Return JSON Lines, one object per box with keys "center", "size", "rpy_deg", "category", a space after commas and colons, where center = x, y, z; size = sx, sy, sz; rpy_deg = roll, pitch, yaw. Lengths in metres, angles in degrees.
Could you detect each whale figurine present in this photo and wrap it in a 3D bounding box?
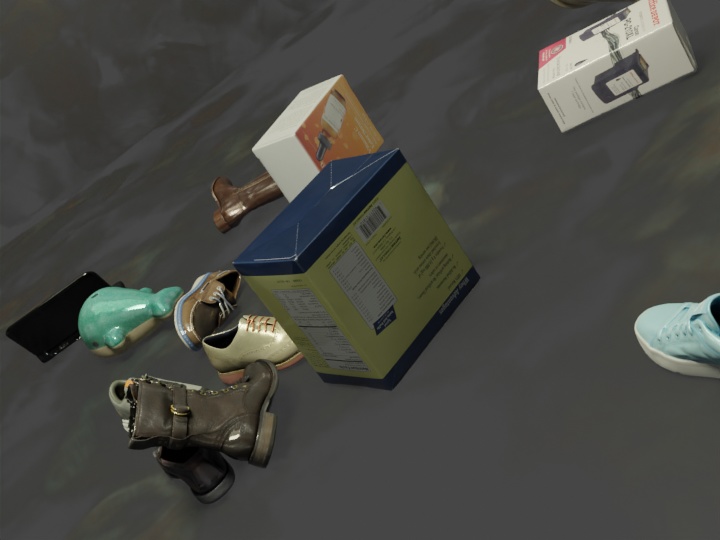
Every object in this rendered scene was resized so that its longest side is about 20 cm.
{"center": [-0.400, 0.069, 1.675], "size": [0.199, 0.104, 0.159], "rpy_deg": [-22, 26, 28], "category": "whale figurine"}

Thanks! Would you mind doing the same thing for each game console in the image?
{"center": [-0.564, 0.071, 1.875], "size": [0.200, 0.117, 0.176], "rpy_deg": [-35, 24, -1], "category": "game console"}

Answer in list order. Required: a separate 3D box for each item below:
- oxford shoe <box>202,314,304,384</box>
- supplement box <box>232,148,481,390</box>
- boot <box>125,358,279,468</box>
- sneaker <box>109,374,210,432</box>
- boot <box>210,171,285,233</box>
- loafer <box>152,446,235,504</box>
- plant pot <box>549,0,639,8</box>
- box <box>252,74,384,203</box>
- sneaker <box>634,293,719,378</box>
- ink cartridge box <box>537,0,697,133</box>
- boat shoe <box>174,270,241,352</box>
{"center": [-0.128, 0.092, 1.308], "size": [0.199, 0.074, 0.071], "rpy_deg": [-24, 26, 23], "category": "oxford shoe"}
{"center": [0.000, 0.000, 1.153], "size": [0.134, 0.200, 0.200], "rpy_deg": [-1, 40, 52], "category": "supplement box"}
{"center": [-0.188, 0.153, 1.153], "size": [0.200, 0.173, 0.069], "rpy_deg": [-102, 28, -63], "category": "boot"}
{"center": [-0.280, 0.181, 1.339], "size": [0.200, 0.079, 0.074], "rpy_deg": [-10, 32, 42], "category": "sneaker"}
{"center": [-0.197, -0.173, 1.909], "size": [0.200, 0.064, 0.187], "rpy_deg": [-33, 37, 14], "category": "boot"}
{"center": [-0.213, 0.221, 1.193], "size": [0.072, 0.063, 0.200], "rpy_deg": [-44, 25, -16], "category": "loafer"}
{"center": [0.423, -0.526, 1.627], "size": [0.200, 0.201, 0.183], "rpy_deg": [-39, 36, -9], "category": "plant pot"}
{"center": [-0.071, -0.221, 1.724], "size": [0.106, 0.153, 0.200], "rpy_deg": [-14, 32, 38], "category": "box"}
{"center": [0.301, 0.044, 0.818], "size": [0.074, 0.082, 0.200], "rpy_deg": [-42, 24, -18], "category": "sneaker"}
{"center": [0.359, -0.297, 1.380], "size": [0.199, 0.084, 0.145], "rpy_deg": [-24, 27, 25], "category": "ink cartridge box"}
{"center": [-0.235, 0.051, 1.531], "size": [0.072, 0.072, 0.200], "rpy_deg": [-25, 25, 18], "category": "boat shoe"}
